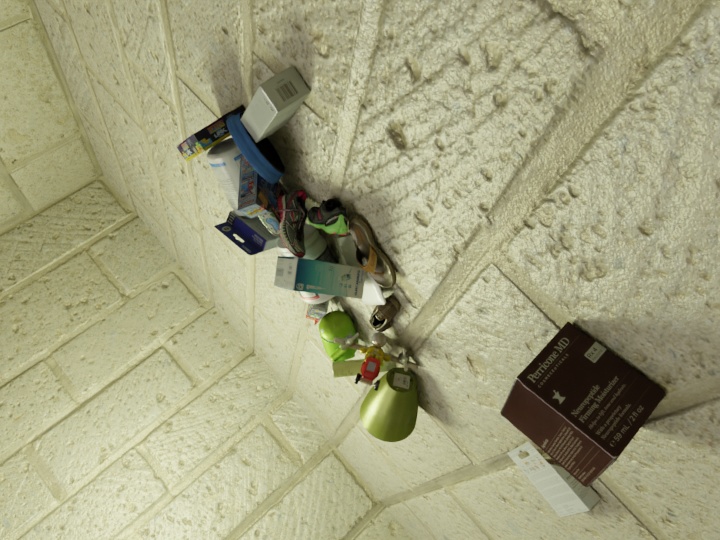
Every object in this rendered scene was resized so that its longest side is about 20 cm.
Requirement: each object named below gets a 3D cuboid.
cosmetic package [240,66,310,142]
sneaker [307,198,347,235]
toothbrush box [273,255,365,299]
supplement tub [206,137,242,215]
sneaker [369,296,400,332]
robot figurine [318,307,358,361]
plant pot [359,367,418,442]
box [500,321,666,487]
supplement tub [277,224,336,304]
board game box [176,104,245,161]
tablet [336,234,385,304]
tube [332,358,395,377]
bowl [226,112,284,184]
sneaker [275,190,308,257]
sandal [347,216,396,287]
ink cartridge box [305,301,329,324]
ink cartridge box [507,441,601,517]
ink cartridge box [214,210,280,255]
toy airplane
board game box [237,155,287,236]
[{"bbox_3d":[-0.199,-0.376,1.335,0.074,0.102,0.200,55,155,-8],"label":"cosmetic package"},{"bbox_3d":[-0.078,-0.143,1.497,0.200,0.076,0.084,26,108,60],"label":"sneaker"},{"bbox_3d":[-0.107,0.018,1.526,0.146,0.199,0.086,7,87,62],"label":"toothbrush box"},{"bbox_3d":[-0.352,-0.277,1.710,0.132,0.132,0.201,24,143,47],"label":"supplement tub"},{"bbox_3d":[0.050,0.134,1.628,0.070,0.075,0.200,46,155,13],"label":"sneaker"},{"bbox_3d":[-0.071,0.213,1.907,0.201,0.115,0.176,77,177,-45],"label":"robot figurine"},{"bbox_3d":[0.106,0.395,1.806,0.187,0.187,0.201,40,139,25],"label":"plant pot"},{"bbox_3d":[0.391,0.240,1.048,0.200,0.166,0.165,39,154,25],"label":"box"},{"bbox_3d":[-0.144,-0.017,1.686,0.140,0.140,0.201,18,139,52],"label":"supplement tub"},{"bbox_3d":[-0.412,-0.382,1.630,0.200,0.165,0.057,2,126,60],"label":"board game box"},{"bbox_3d":[0.000,0.000,1.565,0.130,0.014,0.201,-6,108,63],"label":"tablet"},{"bbox_3d":[0.010,0.304,1.841,0.058,0.198,0.052,-37,-59,-89],"label":"tube"},{"bbox_3d":[-0.263,-0.315,1.492,0.201,0.039,0.201,54,-169,-16],"label":"bowl"},{"bbox_3d":[-0.174,-0.128,1.560,0.081,0.074,0.201,38,-144,-60],"label":"sneaker"},{"bbox_3d":[0.018,-0.038,1.452,0.080,0.054,0.201,-12,112,46],"label":"sandal"},{"bbox_3d":[-0.139,0.100,1.877,0.050,0.110,0.200,15,159,-12],"label":"ink cartridge box"},{"bbox_3d":[0.471,0.506,1.436,0.200,0.057,0.163,53,158,19],"label":"ink cartridge box"},{"bbox_3d":[-0.304,-0.129,1.750,0.199,0.199,0.041,35,130,32],"label":"ink cartridge box"},{"bbox_3d":[0.046,0.238,1.703,0.199,0.199,0.142,41,124,45],"label":"toy airplane"},{"bbox_3d":[-0.265,-0.190,1.580,0.061,0.201,0.201,-18,128,18],"label":"board game box"}]
